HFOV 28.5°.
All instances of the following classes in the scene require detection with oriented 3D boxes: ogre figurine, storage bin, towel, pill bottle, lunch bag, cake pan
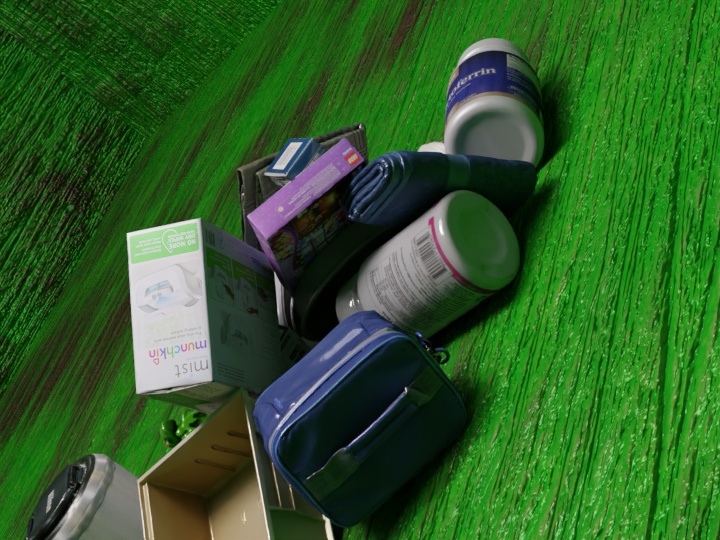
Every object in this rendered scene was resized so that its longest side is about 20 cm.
[{"bbox_3d":[-0.215,0.197,1.871,0.097,0.201,0.121,-22,-34,-18],"label":"ogre figurine"},{"bbox_3d":[-0.133,0.267,1.488,0.200,0.093,0.200,-41,46,32],"label":"storage bin"},{"bbox_3d":[0.086,-0.089,1.522,0.112,0.198,0.049,-44,52,49],"label":"towel"},{"bbox_3d":[0.158,-0.191,1.672,0.116,0.115,0.201,-44,19,27],"label":"pill bottle"},{"bbox_3d":[0.006,0.141,1.377,0.200,0.136,0.132,-43,21,-3],"label":"lunch bag"},{"bbox_3d":[0.000,0.000,1.650,0.199,0.037,0.201,-36,-21,-16],"label":"cake pan"},{"bbox_3d":[-0.070,-0.082,1.860,0.199,0.194,0.035,-23,45,-25],"label":"towel"},{"bbox_3d":[0.068,0.009,1.525,0.200,0.113,0.114,-36,24,42],"label":"pill bottle"}]

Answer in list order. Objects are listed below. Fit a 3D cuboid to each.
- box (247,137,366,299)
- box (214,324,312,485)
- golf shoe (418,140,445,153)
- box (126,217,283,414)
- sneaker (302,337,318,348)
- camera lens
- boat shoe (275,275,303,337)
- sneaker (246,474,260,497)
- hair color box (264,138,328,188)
[{"bbox_3d":[-0.045,-0.051,1.580,0.136,0.039,0.200,-39,-21,-8],"label":"box"},{"bbox_3d":[-0.112,0.177,1.671,0.035,0.110,0.201,10,63,48],"label":"box"},{"bbox_3d":[0.061,-0.102,1.826,0.200,0.075,0.092,-23,38,60],"label":"golf shoe"},{"bbox_3d":[-0.163,0.057,1.546,0.096,0.200,0.179,-10,76,17],"label":"box"},{"bbox_3d":[-0.044,0.045,1.812,0.099,0.078,0.201,-34,27,35],"label":"sneaker"},{"bbox_3d":[-0.291,0.329,1.695,0.160,0.199,0.160,-46,19,21],"label":"camera lens"},{"bbox_3d":[-0.064,0.012,1.770,0.066,0.070,0.201,-13,36,20],"label":"boat shoe"},{"bbox_3d":[-0.068,0.221,1.558,0.200,0.074,0.085,-46,24,41],"label":"sneaker"},{"bbox_3d":[-0.017,-0.080,1.763,0.061,0.199,0.100,-54,18,-8],"label":"hair color box"}]
